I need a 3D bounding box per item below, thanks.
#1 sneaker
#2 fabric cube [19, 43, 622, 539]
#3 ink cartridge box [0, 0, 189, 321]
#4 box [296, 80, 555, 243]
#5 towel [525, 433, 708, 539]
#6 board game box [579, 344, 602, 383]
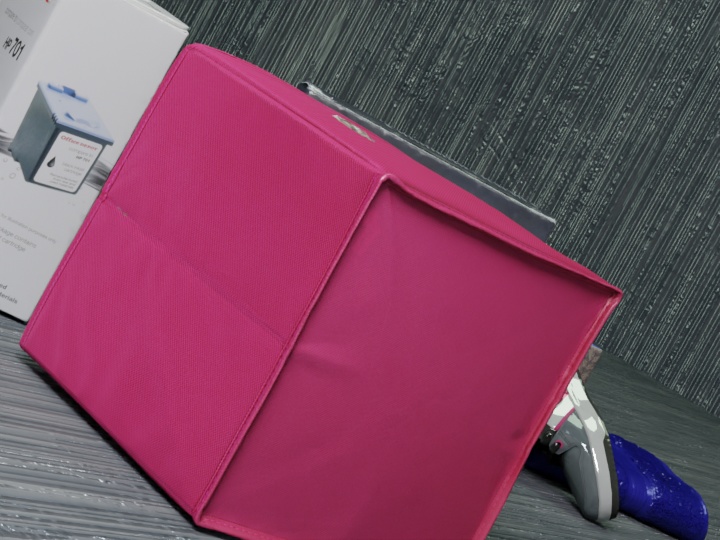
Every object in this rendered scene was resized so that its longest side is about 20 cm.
[{"bbox_3d":[0.123,0.118,1.629,0.084,0.120,0.201,94,-21,-60],"label":"sneaker"},{"bbox_3d":[-0.023,0.026,1.096,0.196,0.201,0.199,25,7,-41],"label":"fabric cube"},{"bbox_3d":[-0.202,-0.090,1.250,0.086,0.201,0.146,26,6,-26],"label":"ink cartridge box"},{"bbox_3d":[0.000,0.000,1.445,0.196,0.201,0.124,28,4,-8],"label":"box"},{"bbox_3d":[0.199,0.160,1.770,0.199,0.050,0.148,26,6,-27],"label":"towel"},{"bbox_3d":[0.097,0.057,1.942,0.200,0.097,0.159,33,7,41],"label":"board game box"}]
